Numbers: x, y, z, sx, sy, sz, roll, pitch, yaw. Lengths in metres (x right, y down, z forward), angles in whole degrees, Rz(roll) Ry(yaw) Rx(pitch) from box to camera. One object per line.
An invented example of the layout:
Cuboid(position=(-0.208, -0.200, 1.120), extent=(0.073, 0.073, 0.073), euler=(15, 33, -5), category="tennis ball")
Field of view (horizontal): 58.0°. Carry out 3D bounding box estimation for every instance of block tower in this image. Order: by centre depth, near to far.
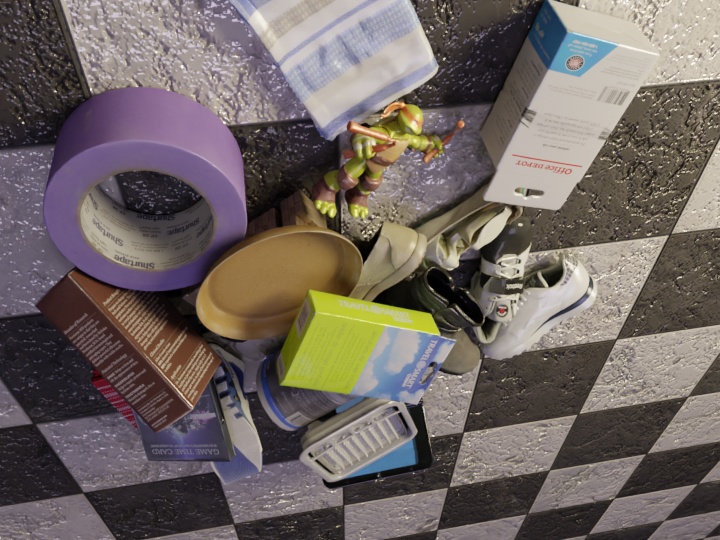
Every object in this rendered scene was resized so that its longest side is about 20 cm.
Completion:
Cuboid(position=(-0.133, -0.015, 0.785), extent=(0.197, 0.055, 0.058), euler=(-32, 135, 19), category="block tower")

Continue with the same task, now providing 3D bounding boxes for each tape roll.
Cuboid(position=(-0.217, -0.077, 0.672), extent=(0.193, 0.087, 0.203), euler=(-7, 138, -6), category="tape roll")

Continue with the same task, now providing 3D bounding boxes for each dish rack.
Cuboid(position=(-0.004, 0.248, 0.987), extent=(0.168, 0.044, 0.201), euler=(-29, 147, -2), category="dish rack")

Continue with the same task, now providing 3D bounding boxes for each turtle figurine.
Cuboid(position=(0.013, -0.123, 0.686), extent=(0.198, 0.065, 0.161), euler=(-18, 161, -51), category="turtle figurine")

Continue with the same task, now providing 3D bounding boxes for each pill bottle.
Cuboid(position=(-0.044, 0.136, 0.929), extent=(0.197, 0.116, 0.113), euler=(-31, 136, 20), category="pill bottle")

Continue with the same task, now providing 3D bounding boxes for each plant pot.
Cuboid(position=(-0.092, 0.012, 0.741), extent=(0.194, 0.028, 0.202), euler=(-16, 148, -10), category="plant pot")

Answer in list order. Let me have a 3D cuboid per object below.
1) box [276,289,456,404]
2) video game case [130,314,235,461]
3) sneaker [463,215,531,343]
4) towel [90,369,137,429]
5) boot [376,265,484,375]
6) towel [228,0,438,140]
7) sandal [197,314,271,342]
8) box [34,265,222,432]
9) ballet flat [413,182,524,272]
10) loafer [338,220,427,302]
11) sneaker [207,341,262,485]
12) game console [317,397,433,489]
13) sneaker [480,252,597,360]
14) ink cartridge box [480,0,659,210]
Cuboid(position=(0.007, 0.099, 0.804), extent=(0.195, 0.048, 0.124), euler=(12, 123, -25), category="box")
Cuboid(position=(-0.252, 0.160, 0.862), extent=(0.138, 0.019, 0.206), euler=(-5, 108, 21), category="video game case")
Cuboid(position=(0.194, 0.019, 0.885), extent=(0.072, 0.090, 0.203), euler=(-1, 136, -11), category="sneaker")
Cuboid(position=(-0.302, 0.189, 0.990), extent=(0.140, 0.023, 0.203), euler=(-15, 140, -1), category="towel")
Cuboid(position=(0.120, 0.076, 0.871), extent=(0.199, 0.069, 0.129), euler=(40, 153, -23), category="boot")
Cuboid(position=(-0.022, -0.224, 0.608), extent=(0.144, 0.024, 0.201), euler=(-27, 137, 13), category="towel")
Cuboid(position=(-0.132, 0.058, 0.844), extent=(0.195, 0.075, 0.049), euler=(-22, 94, 9), category="sandal")
Cuboid(position=(-0.262, 0.075, 0.752), extent=(0.074, 0.101, 0.202), euler=(-30, 106, 22), category="box")
Cuboid(position=(0.121, -0.043, 0.813), extent=(0.198, 0.071, 0.069), euler=(-37, 134, 25), category="ballet flat")
Cuboid(position=(0.000, 0.000, 0.825), extent=(0.068, 0.077, 0.199), euler=(39, 126, -16), category="loafer")
Cuboid(position=(-0.187, 0.187, 0.931), extent=(0.078, 0.115, 0.205), euler=(-17, 102, 7), category="sneaker")
Cuboid(position=(0.017, 0.253, 1.070), extent=(0.193, 0.121, 0.173), euler=(-11, 139, -3), category="game console")
Cuboid(position=(0.246, 0.052, 0.957), extent=(0.080, 0.077, 0.199), euler=(35, 116, -27), category="sneaker")
Cuboid(position=(0.206, -0.167, 0.696), extent=(0.112, 0.068, 0.203), euler=(5, 135, -20), category="ink cartridge box")
